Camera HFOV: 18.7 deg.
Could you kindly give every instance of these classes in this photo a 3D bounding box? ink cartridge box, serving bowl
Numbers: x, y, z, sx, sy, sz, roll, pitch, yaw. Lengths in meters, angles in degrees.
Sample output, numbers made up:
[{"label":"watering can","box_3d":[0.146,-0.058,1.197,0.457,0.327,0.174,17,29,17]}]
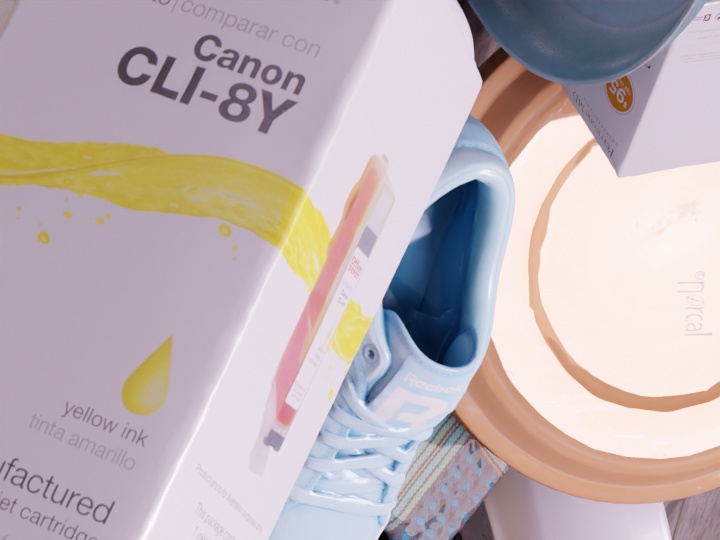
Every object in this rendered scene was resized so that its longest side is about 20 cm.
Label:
[{"label":"ink cartridge box","box_3d":[-0.076,-0.005,0.580,0.201,0.144,0.083,-65,159,-14]},{"label":"serving bowl","box_3d":[0.085,0.117,1.012,0.200,0.065,0.201,168,-90,-81]}]

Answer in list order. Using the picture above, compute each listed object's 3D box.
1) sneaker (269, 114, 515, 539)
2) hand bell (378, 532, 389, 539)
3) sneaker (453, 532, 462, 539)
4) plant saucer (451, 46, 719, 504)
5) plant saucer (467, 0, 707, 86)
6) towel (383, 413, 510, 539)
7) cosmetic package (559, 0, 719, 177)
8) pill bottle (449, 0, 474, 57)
[{"label":"sneaker","box_3d":[0.003,0.037,0.770,0.082,0.073,0.201,-134,-126,-62]},{"label":"hand bell","box_3d":[0.036,0.172,0.997,0.104,0.104,0.201,-55,131,-34]},{"label":"sneaker","box_3d":[0.059,0.106,1.170,0.200,0.079,0.096,-32,126,-62]},{"label":"plant saucer","box_3d":[0.114,-0.006,0.838,0.032,0.199,0.201,-140,-114,-71]},{"label":"plant saucer","box_3d":[0.073,-0.160,0.691,0.027,0.200,0.201,-9,125,-25]},{"label":"towel","box_3d":[0.017,0.002,0.845,0.147,0.022,0.200,-48,125,-18]},{"label":"cosmetic package","box_3d":[0.077,-0.134,0.782,0.050,0.201,0.083,-12,143,-22]},{"label":"pill bottle","box_3d":[-0.033,-0.046,0.700,0.201,0.112,0.113,-64,160,-16]}]
